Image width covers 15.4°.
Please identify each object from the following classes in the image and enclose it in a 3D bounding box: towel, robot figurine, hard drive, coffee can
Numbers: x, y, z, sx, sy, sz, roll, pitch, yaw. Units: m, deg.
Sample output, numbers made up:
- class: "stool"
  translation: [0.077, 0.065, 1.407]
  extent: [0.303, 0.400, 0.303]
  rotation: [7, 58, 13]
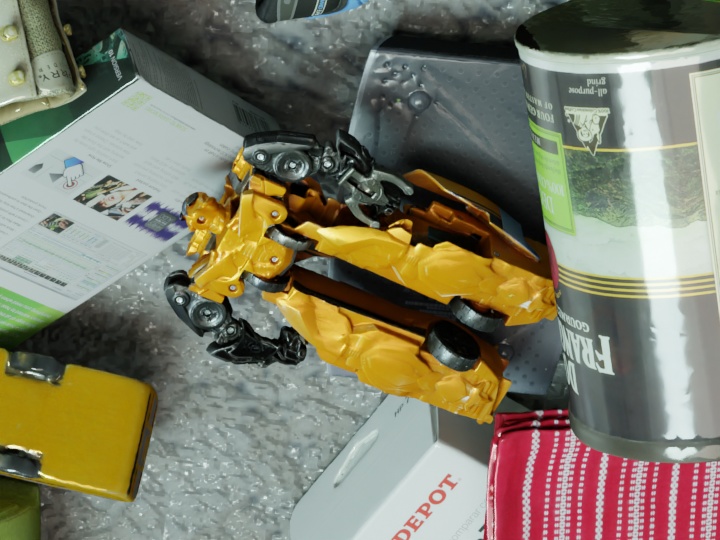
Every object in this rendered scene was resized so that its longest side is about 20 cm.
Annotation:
- class: "towel"
  translation: [0.155, 0.141, 1.422]
  extent: [0.199, 0.022, 0.145]
  rotation: [-2, 108, -19]
- class: "robot figurine"
  translation: [0.000, 0.000, 1.352]
  extent: [0.199, 0.058, 0.145]
  rotation: [23, 120, -16]
- class: "hard drive"
  translation: [0.052, -0.030, 1.393]
  extent: [0.134, 0.042, 0.201]
  rotation: [5, 123, -4]
- class: "coffee can"
  translation: [0.159, -0.028, 1.282]
  extent: [0.146, 0.146, 0.201]
  rotation: [-8, 107, 5]

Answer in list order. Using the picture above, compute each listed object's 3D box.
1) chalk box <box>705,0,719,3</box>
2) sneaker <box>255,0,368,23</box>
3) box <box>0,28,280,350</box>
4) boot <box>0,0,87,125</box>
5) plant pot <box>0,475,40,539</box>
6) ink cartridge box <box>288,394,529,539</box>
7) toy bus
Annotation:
- class: "chalk box"
  translation: [0.142, -0.207, 1.230]
  extent: [0.199, 0.125, 0.124]
  rotation: [8, 122, -5]
- class: "sneaker"
  translation: [-0.062, -0.199, 1.265]
  extent: [0.082, 0.071, 0.200]
  rotation: [-21, 121, 12]
- class: "box"
  translation: [-0.153, -0.036, 1.352]
  extent: [0.200, 0.036, 0.144]
  rotation: [-33, 151, 18]
- class: "boot"
  translation: [-0.157, -0.155, 1.239]
  extent: [0.199, 0.072, 0.155]
  rotation: [-26, 80, 30]
- class: "plant pot"
  translation: [-0.250, 0.195, 1.468]
  extent: [0.199, 0.200, 0.191]
  rotation: [9, 111, -6]
- class: "ink cartridge box"
  translation: [0.079, 0.161, 1.494]
  extent: [0.199, 0.086, 0.147]
  rotation: [28, 119, -20]
- class: "toy bus"
  translation: [-0.212, 0.071, 1.421]
  extent: [0.199, 0.078, 0.065]
  rotation: [12, 82, 1]
